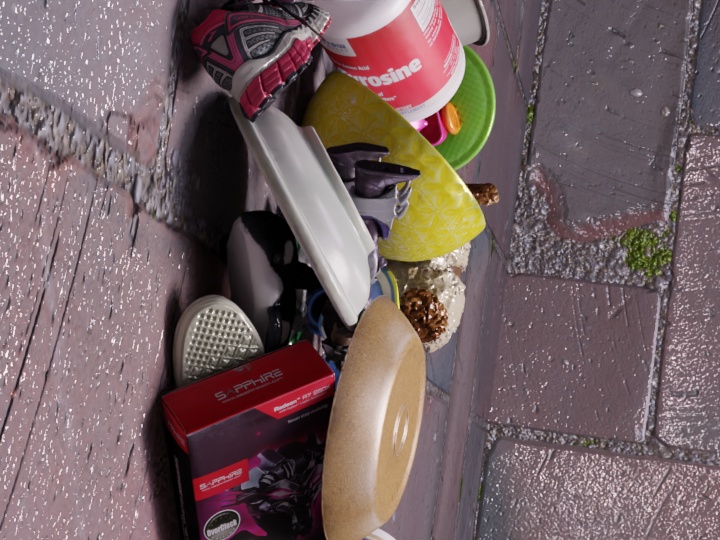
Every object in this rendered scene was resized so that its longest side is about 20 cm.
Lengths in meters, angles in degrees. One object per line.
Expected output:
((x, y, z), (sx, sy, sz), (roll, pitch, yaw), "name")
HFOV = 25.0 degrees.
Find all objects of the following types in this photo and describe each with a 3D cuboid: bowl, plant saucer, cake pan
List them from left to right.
((-0.034, -0.052, 1.238), (0.201, 0.050, 0.200), (63, 0, -1), "plant saucer")
((0.007, -0.071, 1.467), (0.108, 0.200, 0.200), (-46, 161, -7), "bowl")
((0.016, 0.122, 1.265), (0.200, 0.035, 0.202), (10, 90, -76), "plant saucer")
((0.053, -0.293, 1.556), (0.201, 0.037, 0.200), (55, -6, 8), "cake pan")

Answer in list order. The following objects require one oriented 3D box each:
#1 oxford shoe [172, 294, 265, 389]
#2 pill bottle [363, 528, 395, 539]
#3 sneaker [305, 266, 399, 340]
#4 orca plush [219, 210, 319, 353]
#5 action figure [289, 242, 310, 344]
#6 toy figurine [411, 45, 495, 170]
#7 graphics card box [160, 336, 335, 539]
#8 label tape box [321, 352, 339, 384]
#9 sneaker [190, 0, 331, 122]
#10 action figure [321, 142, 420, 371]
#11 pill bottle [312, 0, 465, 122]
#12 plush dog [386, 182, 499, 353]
((-0.104, 0.090, 1.233), (0.058, 0.075, 0.201), (53, -15, 43), "oxford shoe")
((-0.022, 0.365, 1.646), (0.201, 0.110, 0.112), (-71, 163, -46), "pill bottle")
((-0.020, 0.016, 1.526), (0.200, 0.081, 0.075), (-131, -151, -68), "sneaker")
((-0.057, 0.030, 1.258), (0.105, 0.070, 0.202), (-133, -149, -53), "orca plush")
((-0.069, 0.057, 1.398), (0.118, 0.054, 0.201), (83, 21, -60), "action figure")
((0.034, -0.193, 1.633), (0.184, 0.149, 0.202), (-12, 87, -69), "toy figurine")
((-0.078, 0.159, 1.226), (0.051, 0.125, 0.201), (46, -33, 43), "graphics card box")
((-0.013, 0.122, 1.572), (0.145, 0.063, 0.200), (-66, 175, 21), "label tape box")
((-0.073, -0.175, 1.194), (0.081, 0.075, 0.200), (-44, -170, 13), "sneaker")
((0.000, 0.000, 1.361), (0.130, 0.069, 0.202), (-117, -149, -62), "action figure")
((0.013, -0.228, 1.429), (0.200, 0.111, 0.113), (53, 42, -53), "pill bottle")
((0.064, -0.002, 1.660), (0.200, 0.159, 0.174), (97, -8, -85), "plush dog")
